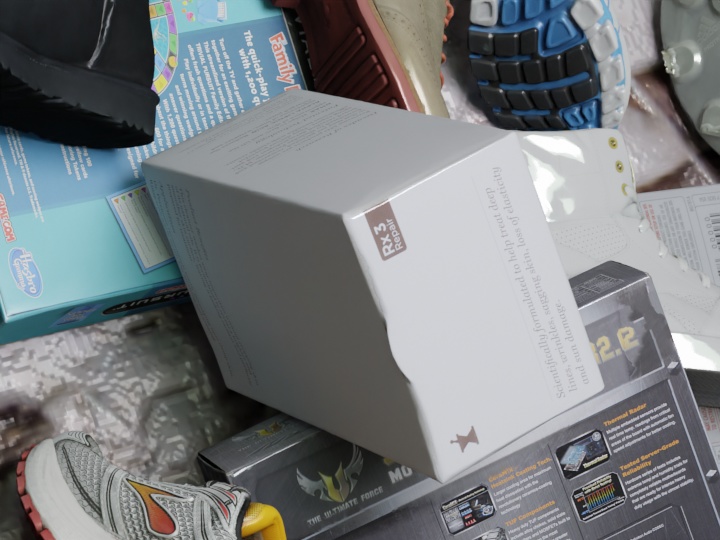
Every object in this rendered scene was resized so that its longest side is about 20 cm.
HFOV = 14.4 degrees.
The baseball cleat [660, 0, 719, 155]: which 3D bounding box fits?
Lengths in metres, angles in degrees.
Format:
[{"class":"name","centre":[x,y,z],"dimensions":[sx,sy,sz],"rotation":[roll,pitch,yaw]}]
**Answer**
[{"class":"baseball cleat","centre":[0.217,-0.062,1.362],"dimensions":[0.106,0.070,0.201],"rotation":[-6,62,-56]}]

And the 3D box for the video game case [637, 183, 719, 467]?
[{"class":"video game case","centre":[0.118,0.065,1.293],"dimensions":[0.181,0.023,0.201],"rotation":[-7,77,-26]}]

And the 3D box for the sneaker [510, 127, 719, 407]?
[{"class":"sneaker","centre":[0.127,-0.006,1.265],"dimensions":[0.199,0.074,0.116],"rotation":[13,72,-18]}]

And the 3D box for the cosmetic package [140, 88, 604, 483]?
[{"class":"cosmetic package","centre":[0.000,0.000,1.113],"dimensions":[0.081,0.200,0.113],"rotation":[-28,111,-22]}]

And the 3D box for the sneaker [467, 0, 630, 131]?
[{"class":"sneaker","centre":[0.080,-0.150,1.294],"dimensions":[0.201,0.075,0.087],"rotation":[68,30,-28]}]

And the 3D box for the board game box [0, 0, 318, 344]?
[{"class":"board game box","centre":[-0.088,-0.062,1.230],"dimensions":[0.199,0.047,0.152],"rotation":[-12,78,-27]}]

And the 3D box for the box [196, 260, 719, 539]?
[{"class":"box","centre":[0.052,0.109,1.180],"dimensions":[0.199,0.048,0.159],"rotation":[-25,103,-14]}]

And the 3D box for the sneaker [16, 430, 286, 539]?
[{"class":"sneaker","centre":[-0.070,0.118,1.111],"dimensions":[0.082,0.200,0.078],"rotation":[-32,127,-14]}]

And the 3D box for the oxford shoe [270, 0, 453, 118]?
[{"class":"oxford shoe","centre":[0.018,-0.098,1.223],"dimensions":[0.075,0.070,0.201],"rotation":[-17,81,-33]}]

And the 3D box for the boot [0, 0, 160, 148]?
[{"class":"boot","centre":[-0.141,-0.145,1.131],"dimensions":[0.198,0.073,0.163],"rotation":[17,72,-52]}]
